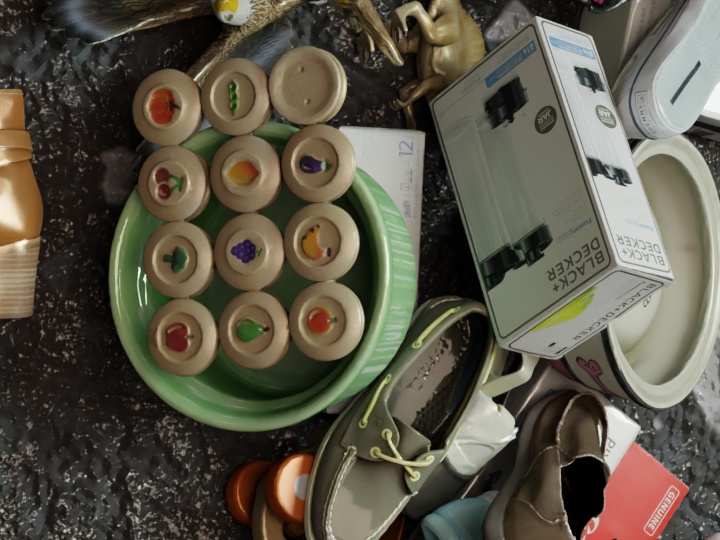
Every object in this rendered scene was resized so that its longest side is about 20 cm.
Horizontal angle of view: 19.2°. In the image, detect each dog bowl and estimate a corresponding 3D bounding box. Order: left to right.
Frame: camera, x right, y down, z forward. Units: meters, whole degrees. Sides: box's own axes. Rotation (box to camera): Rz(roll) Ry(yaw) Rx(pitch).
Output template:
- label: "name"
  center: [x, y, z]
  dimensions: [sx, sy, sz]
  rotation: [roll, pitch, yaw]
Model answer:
- label: "dog bowl"
  center: [0.191, -0.002, 1.538]
  dimensions: [0.200, 0.073, 0.202]
  rotation: [-3, 93, -56]

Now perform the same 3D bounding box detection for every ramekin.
- label: "ramekin"
  center: [-0.058, 0.005, 1.413]
  dimensions: [0.198, 0.098, 0.202]
  rotation: [-1, 87, 20]

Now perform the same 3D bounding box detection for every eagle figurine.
- label: "eagle figurine"
  center: [-0.097, -0.169, 1.442]
  dimensions: [0.199, 0.151, 0.153]
  rotation: [-29, 59, 10]

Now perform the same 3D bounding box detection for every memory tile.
- label: "memory tile"
  center: [-0.073, -0.037, 1.358]
  dimensions: [0.152, 0.017, 0.202]
  rotation: [-6, 86, 19]

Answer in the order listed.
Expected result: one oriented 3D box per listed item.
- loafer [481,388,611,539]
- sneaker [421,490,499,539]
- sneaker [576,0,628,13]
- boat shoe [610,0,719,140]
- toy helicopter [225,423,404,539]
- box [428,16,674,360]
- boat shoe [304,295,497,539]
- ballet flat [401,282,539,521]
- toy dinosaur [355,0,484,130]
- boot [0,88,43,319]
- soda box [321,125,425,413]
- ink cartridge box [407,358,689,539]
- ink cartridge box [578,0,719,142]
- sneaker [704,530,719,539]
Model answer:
- label: "loafer"
  center: [0.146, 0.149, 1.472]
  dimensions: [0.073, 0.071, 0.200]
  rotation: [63, 30, -22]
- label: "sneaker"
  center: [0.073, 0.258, 1.489]
  dimensions: [0.081, 0.074, 0.202]
  rotation: [-6, 90, -24]
- label: "sneaker"
  center: [0.151, -0.223, 1.467]
  dimensions: [0.198, 0.077, 0.084]
  rotation: [-5, 48, -12]
- label: "boat shoe"
  center: [0.230, -0.161, 1.503]
  dimensions: [0.200, 0.066, 0.074]
  rotation: [-42, 112, -39]
- label: "toy helicopter"
  center: [0.011, 0.163, 1.509]
  dimensions: [0.199, 0.079, 0.133]
  rotation: [-30, 96, -32]
- label: "box"
  center: [0.127, -0.056, 1.441]
  dimensions: [0.060, 0.116, 0.201]
  rotation: [13, 53, -42]
- label: "boat shoe"
  center: [0.028, 0.106, 1.432]
  dimensions: [0.072, 0.060, 0.203]
  rotation: [33, 77, -15]
- label: "ballet flat"
  center: [0.083, 0.085, 1.507]
  dimensions: [0.068, 0.068, 0.201]
  rotation: [41, 59, -35]
- label: "toy dinosaur"
  center: [0.053, -0.170, 1.535]
  dimensions: [0.101, 0.058, 0.202]
  rotation: [-7, 102, -37]
- label: "boot"
  center: [-0.302, -0.044, 1.373]
  dimensions: [0.199, 0.073, 0.156]
  rotation: [-3, 94, -35]
- label: "soda box"
  center: [0.000, 0.000, 1.502]
  dimensions: [0.068, 0.063, 0.202]
  rotation: [2, 91, -20]
- label: "ink cartridge box"
  center: [0.144, 0.194, 1.579]
  dimensions: [0.176, 0.045, 0.201]
  rotation: [39, 77, -18]
- label: "ink cartridge box"
  center: [0.271, -0.178, 1.600]
  dimensions: [0.199, 0.084, 0.146]
  rotation: [14, 86, -22]
- label: "sneaker"
  center: [0.221, 0.281, 1.598]
  dimensions: [0.107, 0.067, 0.203]
  rotation: [23, 86, -28]
